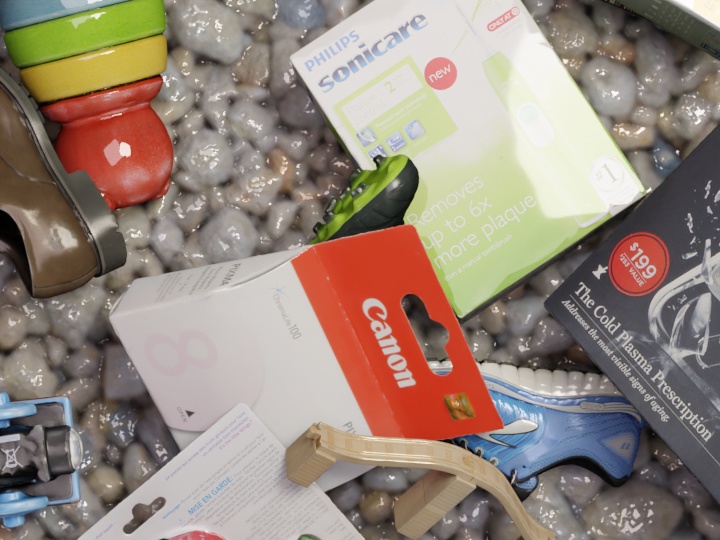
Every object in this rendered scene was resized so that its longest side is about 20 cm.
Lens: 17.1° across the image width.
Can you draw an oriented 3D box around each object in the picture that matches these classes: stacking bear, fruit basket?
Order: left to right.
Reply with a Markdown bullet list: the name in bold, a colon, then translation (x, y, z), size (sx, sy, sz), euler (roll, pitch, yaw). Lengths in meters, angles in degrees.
- **stacking bear**: translation (-0.175, -0.136, 1.536), size (0.113, 0.121, 0.201), euler (-9, 99, 33)
- **fruit basket**: translation (-0.077, 0.212, 1.502), size (0.185, 0.094, 0.200), euler (-41, 93, 7)

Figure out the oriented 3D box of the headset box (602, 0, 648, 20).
- **headset box**: translation (0.163, -0.257, 1.551), size (0.199, 0.075, 0.149), euler (22, 87, 3)

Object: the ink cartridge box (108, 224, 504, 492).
- **ink cartridge box**: translation (-0.034, 0.064, 1.474), size (0.199, 0.057, 0.163), euler (-9, 122, 29)

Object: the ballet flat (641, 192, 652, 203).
- **ballet flat**: translation (0.275, -0.037, 1.540), size (0.199, 0.068, 0.068), euler (-5, 80, -1)

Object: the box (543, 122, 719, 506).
- **box**: translation (0.247, 0.033, 1.426), size (0.182, 0.104, 0.200), euler (-46, 60, 9)

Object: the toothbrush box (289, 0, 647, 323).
- **toothbrush box**: translation (0.069, -0.088, 1.538), size (0.145, 0.086, 0.200), euler (-32, 85, 0)

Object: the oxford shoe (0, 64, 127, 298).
- **oxford shoe**: translation (-0.235, -0.068, 1.502), size (0.084, 0.073, 0.200), euler (-30, 71, -24)

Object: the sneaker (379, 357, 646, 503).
- **sneaker**: translation (0.084, 0.103, 1.528), size (0.199, 0.079, 0.090), euler (5, 84, 1)

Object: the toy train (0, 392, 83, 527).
- **toy train**: translation (-0.271, 0.123, 1.516), size (0.199, 0.114, 0.087), euler (-8, 89, 1)

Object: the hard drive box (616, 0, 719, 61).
- **hard drive box**: translation (0.186, -0.245, 1.474), size (0.199, 0.077, 0.156), euler (30, 87, 3)

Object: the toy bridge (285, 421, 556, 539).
- **toy bridge**: translation (0.047, 0.138, 1.489), size (0.200, 0.027, 0.067), euler (28, 126, -27)

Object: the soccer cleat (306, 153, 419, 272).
- **soccer cleat**: translation (0.000, 0.000, 1.497), size (0.081, 0.200, 0.068), euler (35, 47, -3)
